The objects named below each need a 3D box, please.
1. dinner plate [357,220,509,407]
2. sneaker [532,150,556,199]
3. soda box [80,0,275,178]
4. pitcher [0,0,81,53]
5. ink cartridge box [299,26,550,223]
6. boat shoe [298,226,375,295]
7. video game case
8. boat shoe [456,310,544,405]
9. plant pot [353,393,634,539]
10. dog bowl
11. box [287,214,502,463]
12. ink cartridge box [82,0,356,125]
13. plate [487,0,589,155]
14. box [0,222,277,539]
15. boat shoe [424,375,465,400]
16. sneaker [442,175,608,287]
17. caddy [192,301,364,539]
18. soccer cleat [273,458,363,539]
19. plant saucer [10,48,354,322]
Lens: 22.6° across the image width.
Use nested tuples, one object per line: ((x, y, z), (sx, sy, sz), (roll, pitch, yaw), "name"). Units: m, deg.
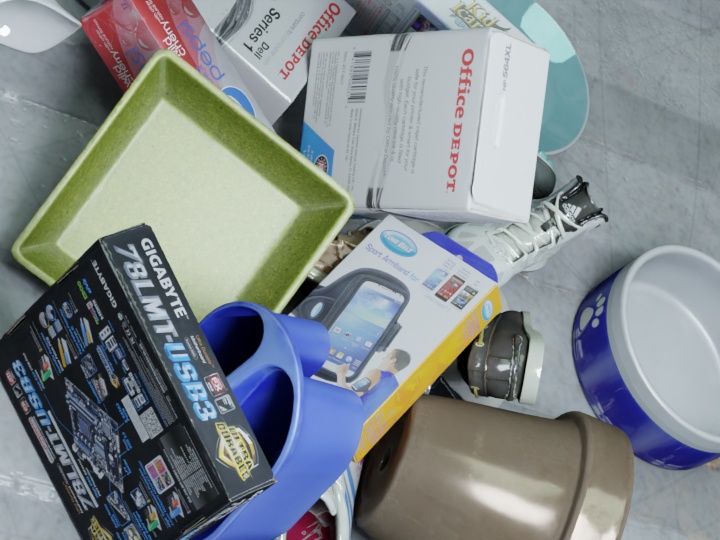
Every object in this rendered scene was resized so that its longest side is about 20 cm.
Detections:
((0.063, 0.040, 1.581), (0.199, 0.024, 0.202), (18, 55, -27), "dinner plate")
((0.086, -0.085, 1.639), (0.198, 0.078, 0.092), (14, 62, -18), "sneaker")
((-0.141, -0.144, 1.470), (0.201, 0.070, 0.063), (57, 44, -15), "soda box")
((-0.315, -0.279, 1.414), (0.171, 0.121, 0.202), (-4, 77, -47), "pitcher")
((0.048, -0.115, 1.475), (0.084, 0.199, 0.147), (11, 85, -47), "ink cartridge box")
((0.000, 0.000, 1.501), (0.199, 0.076, 0.072), (30, 79, -11), "boat shoe")
((0.056, -0.217, 1.593), (0.181, 0.200, 0.046), (42, 78, -3), "video game case")
((0.110, 0.068, 1.483), (0.060, 0.201, 0.072), (8, 92, -2), "boat shoe")
((0.093, 0.183, 1.416), (0.173, 0.200, 0.201), (24, 53, -12), "plant pot")
((0.298, 0.082, 1.692), (0.199, 0.079, 0.202), (17, 57, -28), "dog bowl")
((0.018, 0.042, 1.408), (0.119, 0.042, 0.200), (33, 69, 30), "box")
((-0.120, -0.230, 1.554), (0.200, 0.084, 0.147), (40, 49, -11), "ink cartridge box")
((0.141, -0.198, 1.770), (0.199, 0.026, 0.202), (17, 57, -28), "plate")
((-0.165, 0.099, 1.260), (0.049, 0.198, 0.201), (-21, 78, -40), "box")
((0.031, 0.094, 1.484), (0.200, 0.068, 0.072), (38, 65, -9), "boat shoe")
((0.147, -0.040, 1.601), (0.076, 0.115, 0.200), (56, 35, 7), "sneaker")
((-0.093, 0.114, 1.311), (0.104, 0.200, 0.142), (9, 42, -45), "caddy")
((-0.030, 0.159, 1.391), (0.069, 0.087, 0.202), (3, 60, -3), "soccer cleat")
((-0.139, -0.035, 1.410), (0.199, 0.048, 0.201), (38, 83, -13), "plant saucer")
